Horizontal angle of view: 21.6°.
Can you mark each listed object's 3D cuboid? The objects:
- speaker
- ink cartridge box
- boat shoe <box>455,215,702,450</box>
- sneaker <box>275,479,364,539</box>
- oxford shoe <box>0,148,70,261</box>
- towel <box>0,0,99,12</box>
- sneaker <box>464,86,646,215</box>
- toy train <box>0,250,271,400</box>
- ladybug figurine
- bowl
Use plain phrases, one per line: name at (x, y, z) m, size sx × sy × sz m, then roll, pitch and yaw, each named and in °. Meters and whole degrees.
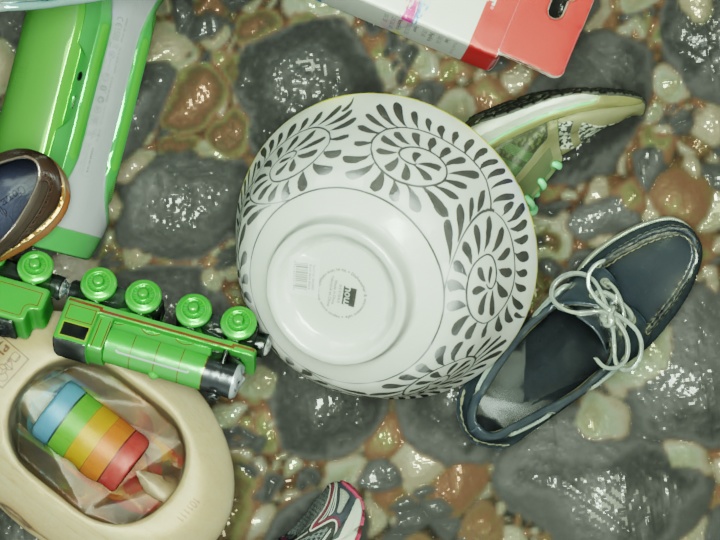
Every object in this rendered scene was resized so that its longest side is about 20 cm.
speaker at (-0.180, -0.112, 1.182) m, size 0.088 × 0.088 × 0.200 m, roll 14°, pitch 88°, yaw -2°
ink cartridge box at (0.052, -0.205, 1.202) m, size 0.200 × 0.067 × 0.116 m, roll 23°, pitch 86°, yaw -1°
boat shoe at (0.142, 0.038, 1.203) m, size 0.200 × 0.062 × 0.075 m, roll -37°, pitch 88°, yaw -3°
sneaker at (-0.078, 0.201, 1.174) m, size 0.200 × 0.081 × 0.075 m, roll -42°, pitch 92°, yaw -10°
oxford shoe at (-0.260, -0.006, 1.093) m, size 0.200 × 0.073 × 0.071 m, roll -42°, pitch 87°, yaw -5°
towel at (-0.158, -0.232, 1.139) m, size 0.200 × 0.048 × 0.171 m, roll -10°, pitch 49°, yaw -19°
sneaker at (0.093, -0.058, 1.206) m, size 0.200 × 0.077 × 0.089 m, roll -21°, pitch 99°, yaw 4°
toy train at (-0.154, 0.031, 1.141) m, size 0.200 × 0.042 × 0.056 m, roll 16°, pitch 63°, yaw 6°
ladybug figurine at (-0.168, 0.107, 1.178) m, size 0.200 × 0.072 × 0.136 m, roll 41°, pitch 78°, yaw 4°
bowl at (0.000, 0.000, 1.140) m, size 0.201 × 0.094 × 0.201 m, roll 6°, pitch 109°, yaw 17°
